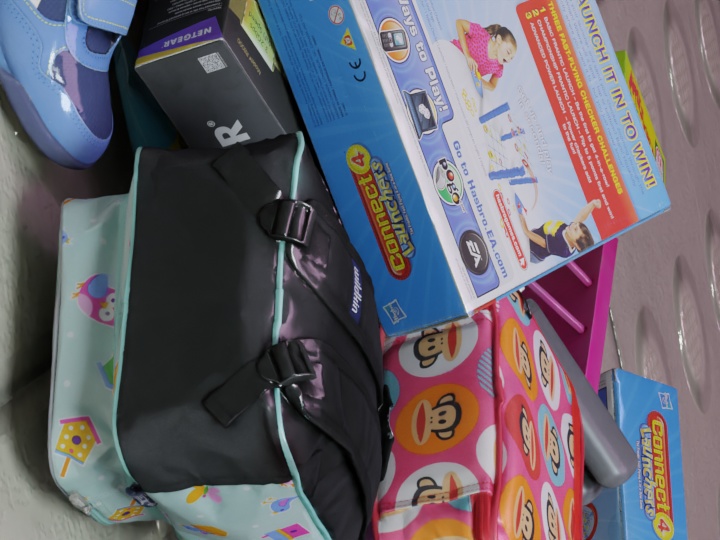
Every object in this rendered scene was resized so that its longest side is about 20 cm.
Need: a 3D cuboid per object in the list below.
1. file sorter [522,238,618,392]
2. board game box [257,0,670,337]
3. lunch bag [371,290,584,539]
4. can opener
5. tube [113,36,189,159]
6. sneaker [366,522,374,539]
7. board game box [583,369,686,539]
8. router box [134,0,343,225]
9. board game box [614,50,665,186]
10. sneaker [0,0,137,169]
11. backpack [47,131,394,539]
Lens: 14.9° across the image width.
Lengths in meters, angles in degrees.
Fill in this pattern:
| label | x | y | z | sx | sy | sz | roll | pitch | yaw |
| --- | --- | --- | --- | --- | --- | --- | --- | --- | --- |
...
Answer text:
| label | x | y | z | sx | sy | sz | roll | pitch | yaw |
| --- | --- | --- | --- | --- | --- | --- | --- | --- | --- |
| file sorter | 0.057 | 0.034 | 1.681 | 0.125 | 0.139 | 0.200 | 43 | 33 | -22 |
| board game box | 0.053 | -0.092 | 1.385 | 0.195 | 0.056 | 0.201 | -25 | 96 | -50 |
| lunch bag | 0.068 | 0.119 | 1.433 | 0.176 | 0.081 | 0.201 | 59 | 26 | -46 |
| can opener | 0.090 | 0.036 | 1.549 | 0.066 | 0.053 | 0.201 | -26 | 83 | -52 |
| tube | -0.090 | -0.032 | 1.436 | 0.078 | 0.050 | 0.201 | -122 | -172 | -60 |
| sneaker | -0.021 | 0.105 | 1.467 | 0.200 | 0.114 | 0.073 | 35 | 49 | -65 |
| board game box | 0.113 | 0.187 | 1.692 | 0.056 | 0.200 | 0.197 | 17 | 60 | -35 |
| router box | -0.036 | -0.093 | 1.405 | 0.200 | 0.052 | 0.158 | 56 | 29 | -39 |
| board game box | 0.085 | -0.072 | 1.756 | 0.102 | 0.199 | 0.048 | 63 | 24 | -45 |
| sneaker | -0.132 | -0.149 | 1.297 | 0.074 | 0.082 | 0.201 | 5 | 79 | -74 |
| backpack | -0.062 | 0.050 | 1.291 | 0.200 | 0.152 | 0.177 | 51 | 33 | -60 |
